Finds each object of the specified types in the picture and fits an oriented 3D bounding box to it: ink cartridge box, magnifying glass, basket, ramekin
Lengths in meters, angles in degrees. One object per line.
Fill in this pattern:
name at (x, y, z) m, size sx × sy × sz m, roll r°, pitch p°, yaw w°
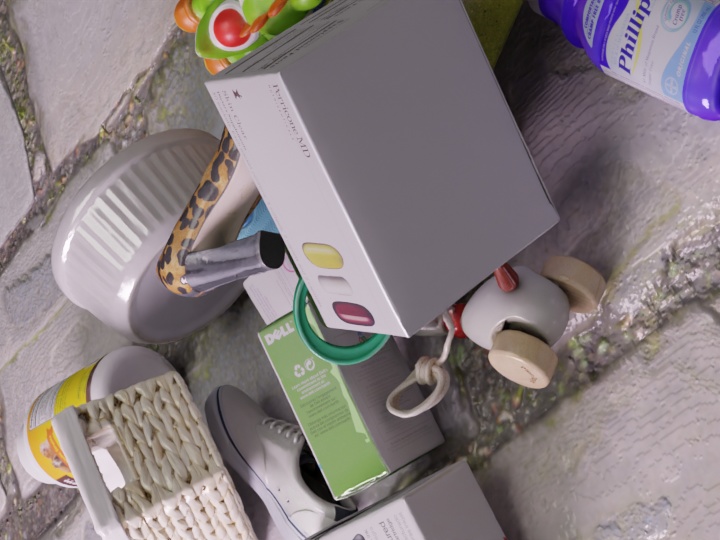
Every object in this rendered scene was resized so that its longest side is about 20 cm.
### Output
ink cartridge box at (0.029, 0.257, 1.225) m, size 0.199 × 0.083 × 0.145 m, roll -34°, pitch 81°, yaw 44°
magnifying glass at (0.001, -0.029, 1.163) m, size 0.022 × 0.079 × 0.202 m, roll -155°, pitch 77°, yaw -83°
ink cartridge box at (-0.018, 0.072, 1.254) m, size 0.059 × 0.104 × 0.202 m, roll -29°, pitch 84°, yaw 29°
basket at (-0.178, 0.201, 1.406) m, size 0.136 × 0.122 × 0.201 m, roll 58°, pitch 169°, yaw 33°
ramekin at (-0.176, -0.022, 1.432) m, size 0.094 × 0.201 × 0.203 m, roll 45°, pitch 121°, yaw 28°

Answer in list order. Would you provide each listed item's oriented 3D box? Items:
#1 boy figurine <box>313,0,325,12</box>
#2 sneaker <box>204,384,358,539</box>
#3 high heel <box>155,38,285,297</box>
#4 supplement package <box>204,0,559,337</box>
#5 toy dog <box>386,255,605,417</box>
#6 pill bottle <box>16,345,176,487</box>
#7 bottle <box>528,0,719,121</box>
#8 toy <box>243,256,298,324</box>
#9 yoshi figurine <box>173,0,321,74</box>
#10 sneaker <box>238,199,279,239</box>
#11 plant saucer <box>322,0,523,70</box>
boy figurine at (-0.062, -0.231, 1.390) m, size 0.124 × 0.065 × 0.200 m, roll 44°, pitch 144°, yaw -5°
sneaker at (-0.065, 0.166, 1.388) m, size 0.200 × 0.073 × 0.071 m, roll 49°, pitch 114°, yaw 28°
high heel at (-0.113, -0.082, 1.252) m, size 0.142 × 0.071 × 0.202 m, roll -14°, pitch 64°, yaw 43°
supplement package at (0.017, -0.081, 1.078) m, size 0.110 × 0.155 × 0.201 m, roll 3°, pitch 124°, yaw 58°
toy dog at (0.081, 0.022, 1.168) m, size 0.199 × 0.096 × 0.133 m, roll -16°, pitch 40°, yaw 36°
pill bottle at (-0.270, 0.156, 1.589) m, size 0.199 × 0.108 × 0.110 m, roll -29°, pitch 67°, yaw 45°
bottle at (0.198, -0.173, 1.093) m, size 0.200 × 0.065 × 0.084 m, roll 36°, pitch 116°, yaw 44°
toy at (0.000, 0.000, 1.324) m, size 0.200 × 0.047 × 0.116 m, roll -42°, pitch 69°, yaw 31°
yoshi figurine at (-0.072, -0.233, 1.299) m, size 0.199 × 0.111 × 0.113 m, roll -11°, pitch 77°, yaw 60°
sneaker at (-0.055, -0.084, 1.331) m, size 0.200 × 0.131 × 0.080 m, roll -41°, pitch 98°, yaw 13°
plant saucer at (0.049, -0.235, 1.188) m, size 0.199 × 0.048 × 0.201 m, roll 19°, pitch 83°, yaw 51°
